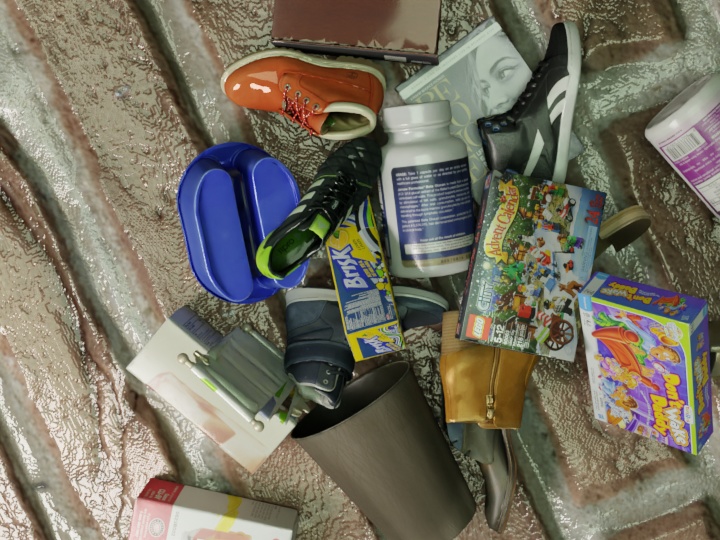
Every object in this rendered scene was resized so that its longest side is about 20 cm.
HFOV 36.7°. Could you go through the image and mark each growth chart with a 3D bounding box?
[{"bbox_3d":[-0.121,0.126,1.286,0.145,0.200,0.018,44,109,6],"label":"growth chart"}]

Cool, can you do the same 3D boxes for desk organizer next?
[{"bbox_3d":[-0.002,-0.296,1.291,0.200,0.072,0.077,6,93,5],"label":"desk organizer"}]

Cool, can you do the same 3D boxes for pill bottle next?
[{"bbox_3d":[0.442,-0.126,1.284,0.112,0.112,0.200,-42,94,5],"label":"pill bottle"},{"bbox_3d":[0.077,-0.098,1.290,0.111,0.111,0.200,-7,99,2],"label":"pill bottle"}]

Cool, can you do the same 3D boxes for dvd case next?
[{"bbox_3d":[0.159,-0.186,1.332,0.149,0.016,0.200,-36,94,5],"label":"dvd case"}]

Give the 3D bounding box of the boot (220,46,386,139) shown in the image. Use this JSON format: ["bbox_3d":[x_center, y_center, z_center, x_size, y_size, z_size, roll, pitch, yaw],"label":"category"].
[{"bbox_3d":[-0.071,-0.204,1.283,0.200,0.107,0.075,2,137,3],"label":"boot"}]

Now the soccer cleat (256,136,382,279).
[{"bbox_3d":[-0.040,-0.067,1.232,0.068,0.081,0.200,41,90,-19],"label":"soccer cleat"}]

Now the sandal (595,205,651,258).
[{"bbox_3d":[0.246,-0.031,1.328,0.212,0.078,0.070,-32,60,14],"label":"sandal"}]

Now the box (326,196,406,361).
[{"bbox_3d":[0.000,0.000,1.276,0.064,0.070,0.200,-14,57,3],"label":"box"}]

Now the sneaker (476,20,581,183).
[{"bbox_3d":[0.195,-0.198,1.286,0.112,0.073,0.200,4,97,-2],"label":"sneaker"}]

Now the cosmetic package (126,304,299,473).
[{"bbox_3d":[-0.175,0.143,1.329,0.200,0.103,0.087,41,98,-2],"label":"cosmetic package"}]

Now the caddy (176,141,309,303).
[{"bbox_3d":[-0.141,-0.054,1.309,0.141,0.105,0.200,-14,103,-18],"label":"caddy"}]

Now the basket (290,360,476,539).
[{"bbox_3d":[0.042,0.235,1.319,0.180,0.136,0.200,-30,100,29],"label":"basket"}]

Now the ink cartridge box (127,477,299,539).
[{"bbox_3d":[-0.188,0.358,1.359,0.200,0.083,0.145,12,96,0],"label":"ink cartridge box"}]

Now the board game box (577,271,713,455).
[{"bbox_3d":[0.328,0.106,1.240,0.045,0.134,0.200,-43,133,-33],"label":"board game box"}]

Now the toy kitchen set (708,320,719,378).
[{"bbox_3d":[0.437,0.161,1.287,0.200,0.163,0.181,-1,96,2],"label":"toy kitchen set"}]

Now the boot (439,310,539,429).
[{"bbox_3d":[0.189,0.118,1.306,0.201,0.071,0.144,-2,83,-17],"label":"boot"}]

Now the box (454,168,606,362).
[{"bbox_3d":[0.196,-0.005,1.252,0.136,0.038,0.200,11,89,-6],"label":"box"}]

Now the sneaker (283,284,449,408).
[{"bbox_3d":[0.005,0.094,1.304,0.202,0.077,0.146,-2,59,9],"label":"sneaker"}]

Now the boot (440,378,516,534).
[{"bbox_3d":[0.143,0.222,1.345,0.097,0.075,0.200,3,84,-1],"label":"boot"}]
